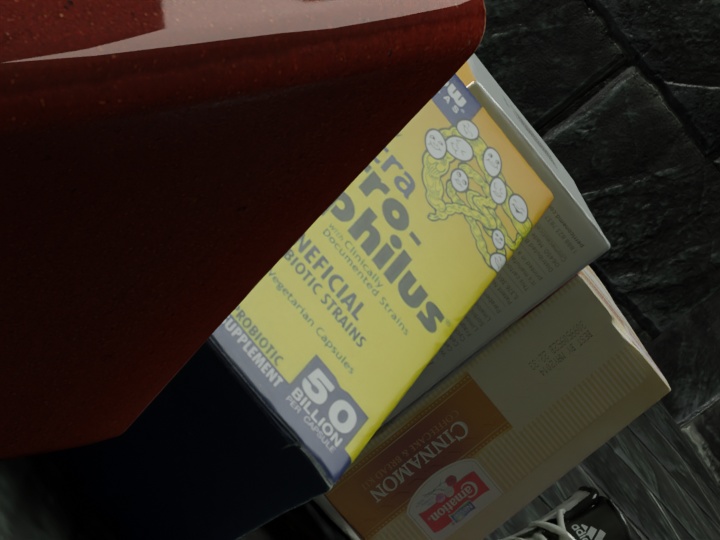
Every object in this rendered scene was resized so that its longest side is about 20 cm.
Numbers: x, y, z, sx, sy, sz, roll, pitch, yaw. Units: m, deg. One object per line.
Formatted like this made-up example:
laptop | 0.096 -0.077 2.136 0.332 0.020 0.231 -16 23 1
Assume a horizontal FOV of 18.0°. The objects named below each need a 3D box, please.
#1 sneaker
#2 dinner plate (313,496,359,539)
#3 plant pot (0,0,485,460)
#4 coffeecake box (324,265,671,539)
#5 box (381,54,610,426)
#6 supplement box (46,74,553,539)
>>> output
sneaker | 0.073 0.144 1.126 0.076 0.115 0.200 54 8 14
dinner plate | -0.024 0.076 1.218 0.200 0.024 0.200 51 7 -9
plant pot | -0.129 -0.063 0.556 0.176 0.200 0.200 -20 70 -50
coffeecake box | 0.053 0.050 1.099 0.073 0.153 0.200 50 6 -13
box | 0.000 0.000 1.033 0.098 0.200 0.124 50 8 -13
supplement box | -0.031 0.002 0.855 0.109 0.109 0.200 50 41 -9
